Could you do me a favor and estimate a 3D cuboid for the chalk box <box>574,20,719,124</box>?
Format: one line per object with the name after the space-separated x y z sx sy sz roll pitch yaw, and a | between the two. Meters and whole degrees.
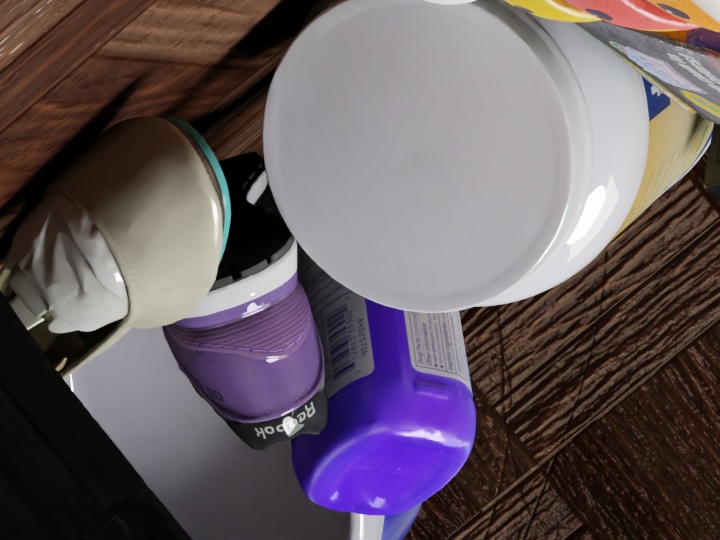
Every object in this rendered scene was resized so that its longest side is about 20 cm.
0.156 -0.113 0.983 0.124 0.200 0.124 29 87 -51 | chalk box

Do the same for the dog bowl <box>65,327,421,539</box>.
-0.071 0.076 1.291 0.200 0.200 0.079 -40 180 36 | dog bowl

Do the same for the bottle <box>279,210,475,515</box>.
0.000 0.000 1.191 0.065 0.201 0.084 12 142 -27 | bottle

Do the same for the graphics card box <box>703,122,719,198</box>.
0.225 -0.093 1.067 0.200 0.051 0.126 -12 -121 49 | graphics card box

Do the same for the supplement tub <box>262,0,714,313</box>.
0.056 -0.069 1.109 0.144 0.145 0.200 -40 179 27 | supplement tub

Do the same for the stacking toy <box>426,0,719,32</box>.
0.078 -0.125 0.910 0.146 0.146 0.200 -38 -166 -34 | stacking toy

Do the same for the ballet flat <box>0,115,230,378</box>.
-0.100 0.003 1.013 0.069 0.070 0.200 -39 178 -24 | ballet flat

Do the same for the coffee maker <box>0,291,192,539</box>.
-0.113 0.100 0.923 0.135 0.200 0.192 -41 -179 -12 | coffee maker

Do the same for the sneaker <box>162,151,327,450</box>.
-0.056 0.016 1.139 0.076 0.088 0.200 -20 -162 -2 | sneaker
